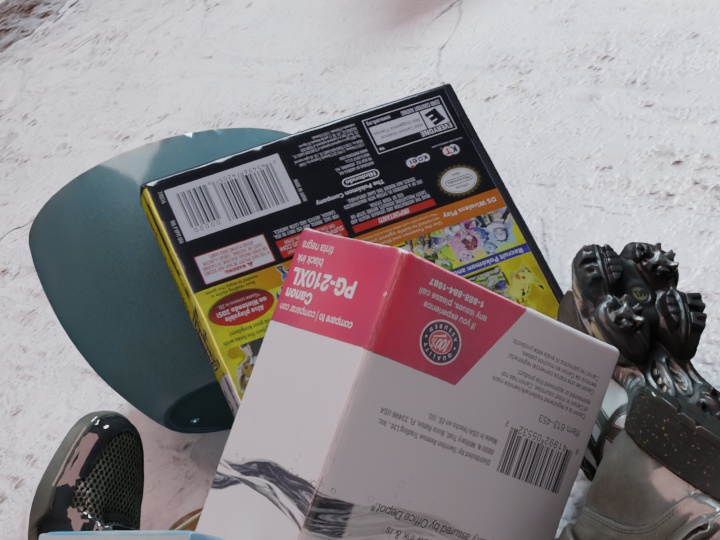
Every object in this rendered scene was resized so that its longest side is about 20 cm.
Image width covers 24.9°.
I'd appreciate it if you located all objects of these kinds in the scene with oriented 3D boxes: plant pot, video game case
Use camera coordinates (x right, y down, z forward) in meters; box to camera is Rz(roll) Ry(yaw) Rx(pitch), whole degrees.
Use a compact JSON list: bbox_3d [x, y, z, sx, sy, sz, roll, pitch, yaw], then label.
[{"bbox_3d":[-0.094,0.021,1.016,0.199,0.200,0.135,-25,66,15],"label":"plant pot"},{"bbox_3d":[0.000,0.000,0.917,0.199,0.026,0.181,-20,67,-17],"label":"video game case"}]

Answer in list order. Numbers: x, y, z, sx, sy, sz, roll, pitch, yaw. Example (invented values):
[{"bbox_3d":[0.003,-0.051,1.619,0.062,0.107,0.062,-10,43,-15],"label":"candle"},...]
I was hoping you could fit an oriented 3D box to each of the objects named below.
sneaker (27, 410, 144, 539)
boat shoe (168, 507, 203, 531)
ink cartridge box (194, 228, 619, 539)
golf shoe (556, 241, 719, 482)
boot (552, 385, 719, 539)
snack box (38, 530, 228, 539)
[{"bbox_3d":[-0.129,0.177,0.874,0.114,0.076,0.201,0,69,34],"label":"sneaker"},{"bbox_3d":[-0.037,0.133,0.894,0.199,0.063,0.074,-18,34,27],"label":"boat shoe"},{"bbox_3d":[0.014,0.102,0.737,0.084,0.144,0.201,14,82,54],"label":"ink cartridge box"},{"bbox_3d":[0.141,0.084,0.795,0.095,0.077,0.201,115,154,-48],"label":"golf shoe"},{"bbox_3d":[0.154,0.149,0.662,0.200,0.068,0.131,38,102,41],"label":"boot"},{"bbox_3d":[-0.112,0.211,0.681,0.116,0.037,0.201,-9,64,46],"label":"snack box"}]
